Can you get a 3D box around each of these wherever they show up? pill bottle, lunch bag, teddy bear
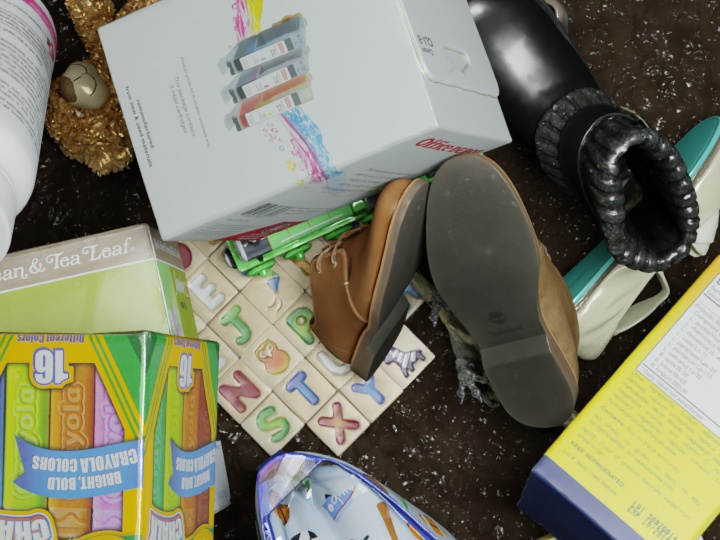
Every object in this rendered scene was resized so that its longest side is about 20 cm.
[{"bbox_3d":[-0.265,-0.096,1.245,0.113,0.114,0.201,-2,46,1],"label":"pill bottle"},{"bbox_3d":[0.001,0.202,1.255,0.124,0.170,0.200,-42,88,-7],"label":"lunch bag"},{"bbox_3d":[-0.145,-0.161,1.332,0.199,0.067,0.146,-27,84,-1],"label":"teddy bear"}]

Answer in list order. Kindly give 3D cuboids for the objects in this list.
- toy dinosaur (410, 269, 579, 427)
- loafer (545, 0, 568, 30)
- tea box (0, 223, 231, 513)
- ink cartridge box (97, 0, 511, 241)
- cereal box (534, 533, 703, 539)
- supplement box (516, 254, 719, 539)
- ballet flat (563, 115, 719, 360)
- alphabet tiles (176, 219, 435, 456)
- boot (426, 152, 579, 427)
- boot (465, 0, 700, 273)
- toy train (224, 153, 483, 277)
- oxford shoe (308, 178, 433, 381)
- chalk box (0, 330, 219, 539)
[{"bbox_3d":[0.074,0.045,1.306,0.047,0.088,0.200,-39,86,14],"label":"toy dinosaur"},{"bbox_3d":[0.053,-0.144,1.329,0.199,0.063,0.072,-26,86,-1],"label":"loafer"},{"bbox_3d":[-0.208,0.086,1.280,0.199,0.134,0.198,-12,87,3],"label":"tea box"},{"bbox_3d":[-0.032,-0.117,1.194,0.199,0.145,0.145,-20,83,21],"label":"ink cartridge box"},{"bbox_3d":[0.192,0.266,1.311,0.143,0.040,0.201,-21,85,-2],"label":"cereal box"},{"bbox_3d":[0.212,0.108,1.260,0.109,0.110,0.200,41,75,12],"label":"supplement box"},{"bbox_3d":[0.204,-0.017,1.324,0.069,0.069,0.200,43,90,3],"label":"ballet flat"},{"bbox_3d":[-0.051,0.026,1.347,0.166,0.006,0.200,-45,86,-2],"label":"alphabet tiles"},{"bbox_3d":[0.097,0.002,1.235,0.073,0.076,0.201,-7,121,26],"label":"boot"},{"bbox_3d":[0.134,-0.103,1.242,0.079,0.158,0.211,-43,115,10],"label":"boot"},{"bbox_3d":[-0.004,-0.050,1.321,0.199,0.056,0.042,-25,85,-4],"label":"toy train"},{"bbox_3d":[0.000,0.000,1.255,0.071,0.200,0.071,33,54,9],"label":"oxford shoe"},{"bbox_3d":[-0.162,0.139,1.136,0.123,0.125,0.201,-1,86,15],"label":"chalk box"}]
